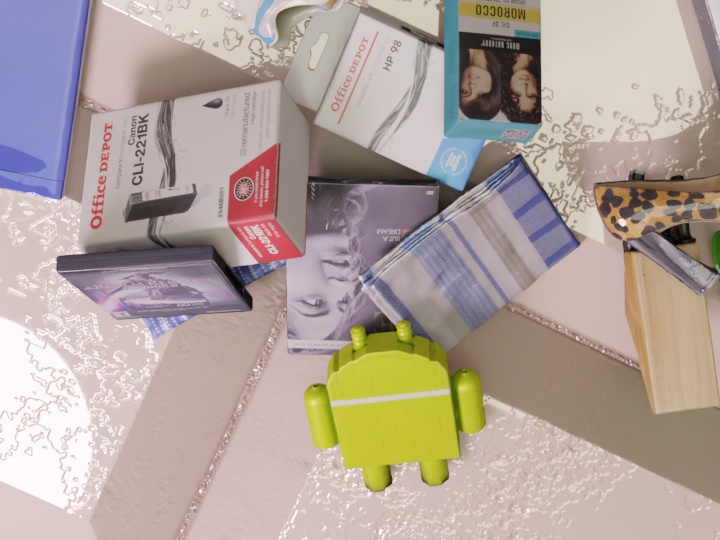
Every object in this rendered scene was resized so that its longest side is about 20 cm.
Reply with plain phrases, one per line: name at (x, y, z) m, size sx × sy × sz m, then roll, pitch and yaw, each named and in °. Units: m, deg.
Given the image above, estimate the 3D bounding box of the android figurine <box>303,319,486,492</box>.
android figurine at (0.033, 0.135, 1.414) m, size 0.179 × 0.041 × 0.202 m, roll -8°, pitch 124°, yaw 7°

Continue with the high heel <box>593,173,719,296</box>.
high heel at (0.313, -0.095, 1.288) m, size 0.142 × 0.071 × 0.201 m, roll 36°, pitch 95°, yaw -4°

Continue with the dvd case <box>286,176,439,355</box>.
dvd case at (0.000, 0.000, 1.390) m, size 0.146 × 0.016 × 0.202 m, roll 1°, pitch 124°, yaw 0°

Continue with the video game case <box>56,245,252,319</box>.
video game case at (-0.186, 0.014, 1.322) m, size 0.141 × 0.200 × 0.019 m, roll -4°, pitch 77°, yaw 5°

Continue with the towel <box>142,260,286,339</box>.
towel at (-0.159, -0.038, 1.411) m, size 0.198 × 0.024 × 0.146 m, roll -29°, pitch 101°, yaw 8°

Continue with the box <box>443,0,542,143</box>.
box at (0.120, -0.222, 1.297) m, size 0.081 × 0.049 × 0.203 m, roll 3°, pitch 77°, yaw -11°

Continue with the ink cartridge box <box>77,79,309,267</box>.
ink cartridge box at (-0.154, -0.081, 1.313) m, size 0.197 × 0.084 × 0.146 m, roll -8°, pitch 63°, yaw 17°

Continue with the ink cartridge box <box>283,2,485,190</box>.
ink cartridge box at (0.030, -0.172, 1.351) m, size 0.198 × 0.067 × 0.117 m, roll 23°, pitch 105°, yaw -5°

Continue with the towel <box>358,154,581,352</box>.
towel at (0.109, -0.006, 1.378) m, size 0.199 × 0.024 × 0.147 m, roll -38°, pitch 129°, yaw 3°

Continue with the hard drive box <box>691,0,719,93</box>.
hard drive box at (0.404, -0.227, 1.328) m, size 0.154 × 0.077 × 0.202 m, roll -19°, pitch 103°, yaw 6°

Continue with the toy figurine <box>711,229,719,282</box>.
toy figurine at (0.457, 0.030, 1.373) m, size 0.182 × 0.150 × 0.203 m, roll -18°, pitch 90°, yaw -3°

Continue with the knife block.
knife block at (0.290, 0.009, 1.344) m, size 0.063 × 0.202 × 0.177 m, roll -8°, pitch 134°, yaw 3°

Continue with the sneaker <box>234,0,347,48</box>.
sneaker at (-0.029, -0.289, 1.310) m, size 0.199 × 0.076 × 0.081 m, roll -37°, pitch 80°, yaw 18°

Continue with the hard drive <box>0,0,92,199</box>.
hard drive at (-0.339, -0.180, 1.375) m, size 0.130 × 0.025 × 0.203 m, roll 11°, pitch 104°, yaw -2°
